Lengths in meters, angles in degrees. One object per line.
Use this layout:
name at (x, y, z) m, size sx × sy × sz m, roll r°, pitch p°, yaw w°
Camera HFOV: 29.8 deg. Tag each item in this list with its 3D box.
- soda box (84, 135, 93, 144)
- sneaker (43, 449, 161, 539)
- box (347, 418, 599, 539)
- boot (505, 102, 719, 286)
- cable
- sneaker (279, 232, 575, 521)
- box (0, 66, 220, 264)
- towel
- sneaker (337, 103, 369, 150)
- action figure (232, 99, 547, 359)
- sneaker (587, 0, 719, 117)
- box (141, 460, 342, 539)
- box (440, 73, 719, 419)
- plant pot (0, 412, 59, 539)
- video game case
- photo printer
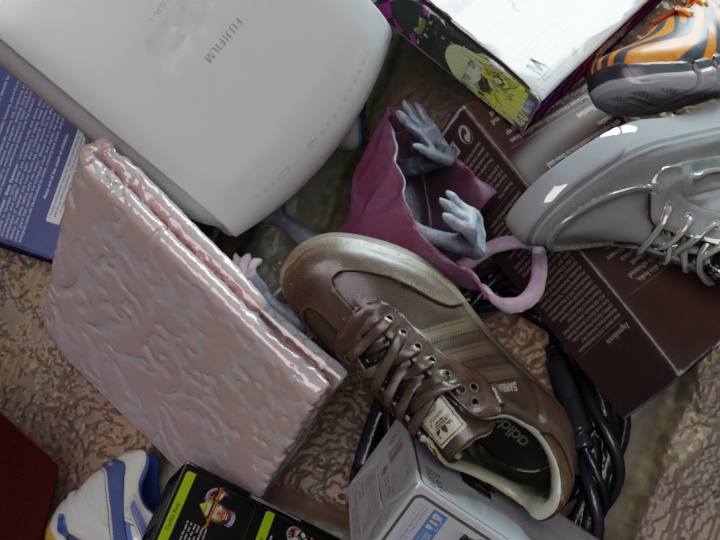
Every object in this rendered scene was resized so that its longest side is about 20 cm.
soda box at (-0.142, -0.136, 0.813) m, size 0.063 × 0.068 × 0.202 m, roll -9°, pitch 95°, yaw -14°
sneaker at (-0.097, 0.192, 0.809) m, size 0.200 × 0.075 × 0.088 m, roll 43°, pitch 85°, yaw 9°
box at (0.091, 0.170, 0.747) m, size 0.199 × 0.117 × 0.060 m, roll 33°, pitch 100°, yaw -10°
boot at (0.178, -0.030, 0.746) m, size 0.199 × 0.074 × 0.096 m, roll -21°, pitch 65°, yaw -32°
cable at (0.087, 0.092, 0.827) m, size 0.162 × 0.051 × 0.202 m, roll 19°, pitch 81°, yaw 7°
sneaker at (0.042, 0.056, 0.715) m, size 0.199 × 0.076 × 0.071 m, roll 36°, pitch 111°, yaw -16°
box at (-0.183, -0.062, 0.882) m, size 0.198 × 0.032 × 0.122 m, roll 18°, pitch 81°, yaw 5°
towel at (-0.106, 0.042, 0.784) m, size 0.191 × 0.200 × 0.032 m, roll 43°, pitch 55°, yaw 8°
sneaker at (-0.058, -0.159, 0.835) m, size 0.072 × 0.072 × 0.201 m, roll -31°, pitch 98°, yaw -8°
action figure at (0.000, 0.000, 0.816) m, size 0.148 × 0.134 × 0.200 m, roll 34°, pitch 124°, yaw -11°
sneaker at (0.204, -0.160, 0.819) m, size 0.199 × 0.077 × 0.113 m, roll -15°, pitch 90°, yaw -35°
box at (-0.056, 0.238, 0.749) m, size 0.192 × 0.048 × 0.201 m, roll 27°, pitch 57°, yaw -9°
box at (0.141, -0.024, 0.817) m, size 0.100 × 0.075 × 0.200 m, roll -30°, pitch 75°, yaw -33°
plant pot at (-0.290, 0.134, 0.764) m, size 0.199 × 0.200 × 0.177 m, roll 25°, pitch 70°, yaw 24°
video game case at (0.088, -0.197, 0.838) m, size 0.181 × 0.036 × 0.200 m, roll 40°, pitch 52°, yaw 9°
photo printer at (-0.091, -0.130, 0.754) m, size 0.200 × 0.069 × 0.167 m, roll 40°, pitch 82°, yaw -15°
